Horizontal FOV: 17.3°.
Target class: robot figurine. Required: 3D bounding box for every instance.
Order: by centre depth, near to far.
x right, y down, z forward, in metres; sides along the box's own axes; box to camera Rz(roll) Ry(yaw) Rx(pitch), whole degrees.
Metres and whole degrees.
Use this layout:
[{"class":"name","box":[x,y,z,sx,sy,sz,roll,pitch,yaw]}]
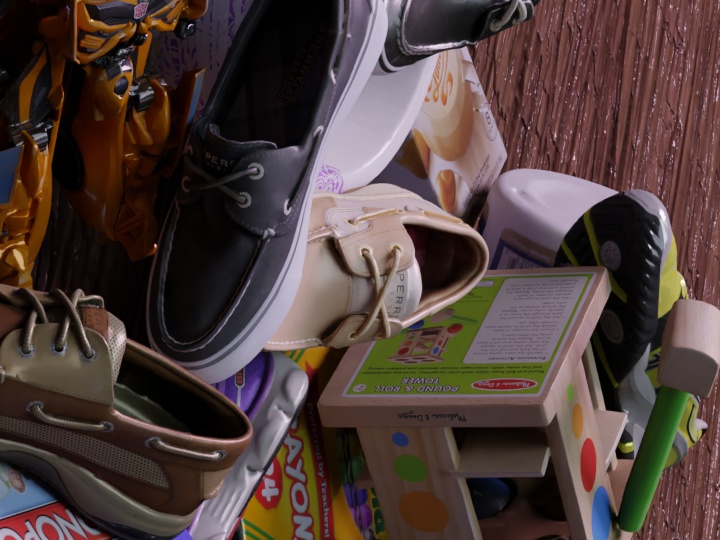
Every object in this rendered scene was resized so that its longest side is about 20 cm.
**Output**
[{"class":"robot figurine","box":[-0.115,-0.079,0.986,0.144,0.058,0.201,-27,149,-36]}]

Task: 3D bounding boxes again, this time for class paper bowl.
[{"class":"paper bowl","box":[-0.041,-0.141,1.172,0.200,0.104,0.202,-35,131,-52]}]

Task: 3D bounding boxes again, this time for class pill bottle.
[{"class":"pill bottle","box":[0.101,0.052,1.397,0.111,0.110,0.201,-29,140,-62]}]

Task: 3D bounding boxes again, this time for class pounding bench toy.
[{"class":"pounding bench toy","box":[0.105,0.098,1.233,0.124,0.198,0.157,-59,139,-51]}]

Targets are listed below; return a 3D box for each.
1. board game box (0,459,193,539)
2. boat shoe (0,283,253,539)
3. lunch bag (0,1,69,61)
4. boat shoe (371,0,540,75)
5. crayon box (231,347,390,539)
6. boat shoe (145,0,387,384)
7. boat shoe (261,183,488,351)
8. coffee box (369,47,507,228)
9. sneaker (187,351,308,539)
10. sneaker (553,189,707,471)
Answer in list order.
[{"class":"board game box","box":[-0.159,0.084,0.959,0.135,0.029,0.200,55,24,11]},{"class":"boat shoe","box":[-0.126,0.038,0.955,0.199,0.074,0.076,33,29,-36]},{"class":"lunch bag","box":[-0.160,-0.196,1.051,0.161,0.082,0.201,57,34,-35]},{"class":"boat shoe","box":[0.058,-0.152,1.177,0.200,0.063,0.071,-44,139,-47]},{"class":"crayon box","box":[-0.037,0.104,1.239,0.200,0.050,0.128,-4,85,-64]},{"class":"boat shoe","box":[-0.047,-0.051,1.028,0.201,0.070,0.066,-64,155,-8]},{"class":"boat shoe","box":[0.000,0.000,1.130,0.200,0.069,0.074,-24,127,-58]},{"class":"coffee box","box":[0.005,-0.114,1.358,0.201,0.079,0.115,67,29,-27]},{"class":"sneaker","box":[-0.100,0.113,1.093,0.201,0.083,0.081,-62,-179,-29]},{"class":"sneaker","box":[0.155,0.032,1.308,0.076,0.075,0.201,-25,136,-24]}]
